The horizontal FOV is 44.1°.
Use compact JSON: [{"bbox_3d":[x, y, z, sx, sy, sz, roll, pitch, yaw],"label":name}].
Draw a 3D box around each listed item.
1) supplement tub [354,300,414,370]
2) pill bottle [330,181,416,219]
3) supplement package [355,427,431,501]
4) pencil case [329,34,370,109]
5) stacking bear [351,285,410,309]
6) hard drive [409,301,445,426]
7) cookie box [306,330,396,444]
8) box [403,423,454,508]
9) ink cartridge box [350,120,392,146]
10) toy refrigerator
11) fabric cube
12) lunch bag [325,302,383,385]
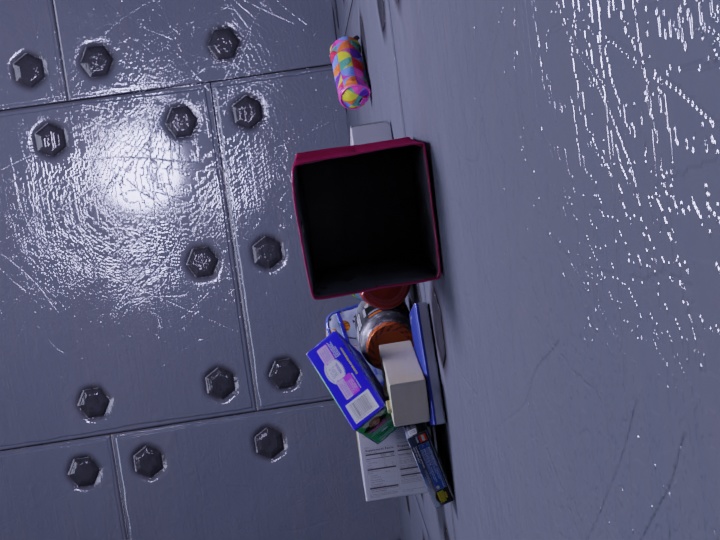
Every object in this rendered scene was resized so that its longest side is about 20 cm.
[{"bbox_3d":[0.053,0.125,1.794,0.200,0.120,0.125,-109,11,-75],"label":"supplement tub"},{"bbox_3d":[-0.007,-0.122,1.494,0.120,0.195,0.123,172,90,-88],"label":"pill bottle"},{"bbox_3d":[0.068,0.349,1.805,0.152,0.147,0.205,92,170,-81],"label":"supplement package"},{"bbox_3d":[-0.023,-0.488,2.185,0.089,0.086,0.203,85,178,-53],"label":"pencil case"},{"bbox_3d":[0.000,0.000,1.773,0.198,0.123,0.113,20,164,49],"label":"stacking bear"},{"bbox_3d":[0.115,0.166,1.546,0.132,0.025,0.205,93,169,-79],"label":"hard drive"},{"bbox_3d":[-0.005,0.220,1.646,0.172,0.075,0.200,55,-179,22],"label":"cookie box"},{"bbox_3d":[0.112,0.316,1.593,0.200,0.039,0.139,-108,-3,-77],"label":"box"},{"bbox_3d":[0.027,-0.192,1.817,0.200,0.082,0.148,91,171,-72],"label":"ink cartridge box"},{"bbox_3d":[0.072,0.195,1.564,0.200,0.068,0.078,-107,9,-75],"label":"toy refrigerator"},{"bbox_3d":[0.004,-0.087,1.339,0.200,0.195,0.201,-107,8,-77],"label":"fabric cube"},{"bbox_3d":[0.007,0.176,1.929,0.076,0.157,0.203,103,150,-65],"label":"lunch bag"}]
